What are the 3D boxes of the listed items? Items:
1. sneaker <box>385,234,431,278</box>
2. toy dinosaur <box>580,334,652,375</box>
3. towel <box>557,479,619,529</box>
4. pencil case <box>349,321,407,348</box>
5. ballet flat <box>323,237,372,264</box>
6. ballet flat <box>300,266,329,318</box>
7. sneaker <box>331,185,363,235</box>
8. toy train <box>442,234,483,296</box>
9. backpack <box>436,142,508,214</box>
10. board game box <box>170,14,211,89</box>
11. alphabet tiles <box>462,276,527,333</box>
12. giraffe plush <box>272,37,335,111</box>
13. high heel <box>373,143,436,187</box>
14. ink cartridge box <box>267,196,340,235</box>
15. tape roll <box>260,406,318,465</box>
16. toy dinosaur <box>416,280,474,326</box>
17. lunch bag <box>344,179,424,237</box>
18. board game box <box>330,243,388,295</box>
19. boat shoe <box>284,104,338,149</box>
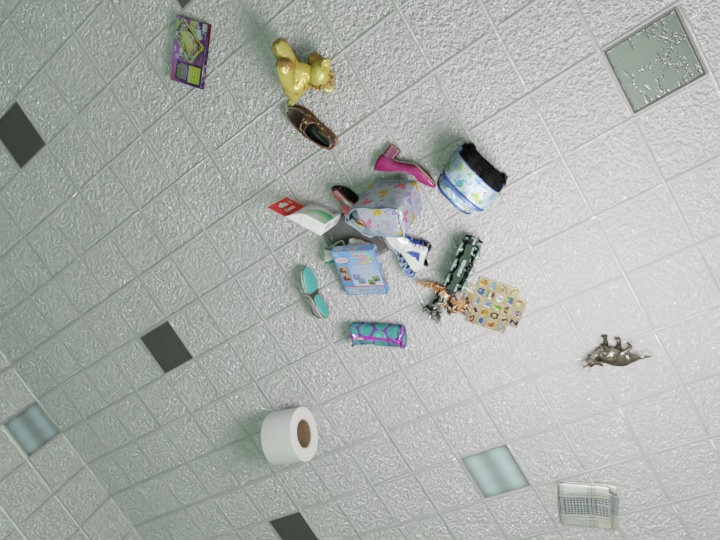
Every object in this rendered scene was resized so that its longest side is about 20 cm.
[{"bbox_3d":[0.163,-0.083,1.731,0.114,0.081,0.201,-24,107,20],"label":"sneaker"},{"bbox_3d":[0.784,0.260,1.663,0.197,0.077,0.103,-2,121,14],"label":"toy dinosaur"},{"bbox_3d":[0.799,0.826,1.886,0.198,0.035,0.195,-3,109,19],"label":"towel"},{"bbox_3d":[0.062,0.226,1.868,0.197,0.092,0.086,1,110,17],"label":"pencil case"},{"bbox_3d":[-0.043,-0.075,1.808,0.198,0.069,0.070,-15,105,24],"label":"ballet flat"},{"bbox_3d":[-0.178,0.083,1.910,0.071,0.072,0.202,-18,103,23],"label":"ballet flat"},{"bbox_3d":[-0.030,-0.191,1.749,0.200,0.074,0.087,42,118,-1],"label":"sneaker"},{"bbox_3d":[0.319,-0.018,1.672,0.084,0.114,0.202,23,112,10],"label":"toy train"},{"bbox_3d":[0.312,-0.252,1.541,0.183,0.200,0.147,42,117,-2],"label":"backpack"},{"bbox_3d":[-0.553,-0.708,1.749,0.119,0.032,0.202,18,114,6],"label":"board game box"},{"bbox_3d":[0.429,0.113,1.751,0.198,0.006,0.168,18,115,11],"label":"alphabet tiles"},{"bbox_3d":[-0.162,-0.592,1.607,0.160,0.173,0.203,-12,96,0],"label":"giraffe plush"},{"bbox_3d":[0.137,-0.295,1.656,0.200,0.067,0.096,42,108,16],"label":"high heel"},{"bbox_3d":[-0.179,-0.195,1.747,0.199,0.161,0.050,30,115,6],"label":"ink cartridge box"},{"bbox_3d":[-0.272,0.639,2.077,0.138,0.203,0.205,-14,105,22],"label":"tape roll"},{"bbox_3d":[0.273,0.099,1.766,0.200,0.102,0.136,40,104,25],"label":"toy dinosaur"},{"bbox_3d":[0.071,-0.190,1.647,0.198,0.170,0.128,7,132,29],"label":"lunch bag"},{"bbox_3d":[0.000,0.000,1.791,0.149,0.037,0.201,-2,134,19],"label":"board game box"},{"bbox_3d":[-0.159,-0.453,1.694,0.199,0.070,0.071,35,118,4],"label":"boat shoe"}]
